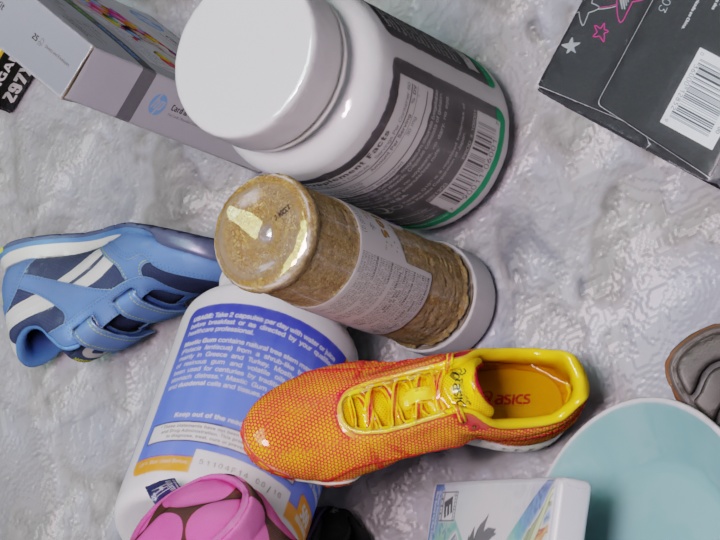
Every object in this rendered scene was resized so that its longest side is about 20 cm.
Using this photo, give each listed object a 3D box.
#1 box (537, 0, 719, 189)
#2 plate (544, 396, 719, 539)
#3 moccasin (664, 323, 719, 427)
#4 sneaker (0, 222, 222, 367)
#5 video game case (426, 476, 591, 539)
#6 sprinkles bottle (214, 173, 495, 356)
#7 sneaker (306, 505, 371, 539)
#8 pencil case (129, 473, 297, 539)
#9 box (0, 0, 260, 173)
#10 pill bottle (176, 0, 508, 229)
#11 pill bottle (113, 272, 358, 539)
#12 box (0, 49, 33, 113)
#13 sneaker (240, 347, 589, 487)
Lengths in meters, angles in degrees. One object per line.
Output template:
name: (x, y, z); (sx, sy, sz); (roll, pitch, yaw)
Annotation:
box: (0.216, -0.148, 1.446); (0.132, 0.115, 0.200); (32, 97, 34)
plate: (0.154, 0.167, 1.384); (0.200, 0.026, 0.201); (-14, 72, 52)
moccasin: (0.227, 0.122, 1.393); (0.074, 0.078, 0.201); (-38, 78, 3)
sneaker: (-0.152, 0.016, 1.680); (0.200, 0.074, 0.082); (-9, 72, 41)
video game case: (0.067, 0.214, 1.446); (0.182, 0.022, 0.200); (165, 116, -69)
sprinkles bottle: (0.000, 0.000, 1.499); (0.068, 0.200, 0.068); (-9, 73, 32)
sneaker: (-0.033, 0.235, 1.542); (0.087, 0.076, 0.200); (-9, 73, 27)
pencil case: (-0.050, 0.202, 1.446); (0.094, 0.200, 0.091); (-32, 27, 8)
box: (-0.158, -0.135, 1.642); (0.156, 0.200, 0.041); (39, 101, 35)
pill bottle: (-0.010, -0.098, 1.523); (0.113, 0.200, 0.113); (-10, 72, 32)
pill bottle: (-0.064, 0.079, 1.549); (0.112, 0.112, 0.200); (-7, 48, 33)
box: (-0.273, -0.226, 1.839); (0.200, 0.049, 0.160); (39, 102, 35)
sneaker: (0.030, 0.071, 1.475); (0.200, 0.077, 0.073); (-10, 69, -13)
